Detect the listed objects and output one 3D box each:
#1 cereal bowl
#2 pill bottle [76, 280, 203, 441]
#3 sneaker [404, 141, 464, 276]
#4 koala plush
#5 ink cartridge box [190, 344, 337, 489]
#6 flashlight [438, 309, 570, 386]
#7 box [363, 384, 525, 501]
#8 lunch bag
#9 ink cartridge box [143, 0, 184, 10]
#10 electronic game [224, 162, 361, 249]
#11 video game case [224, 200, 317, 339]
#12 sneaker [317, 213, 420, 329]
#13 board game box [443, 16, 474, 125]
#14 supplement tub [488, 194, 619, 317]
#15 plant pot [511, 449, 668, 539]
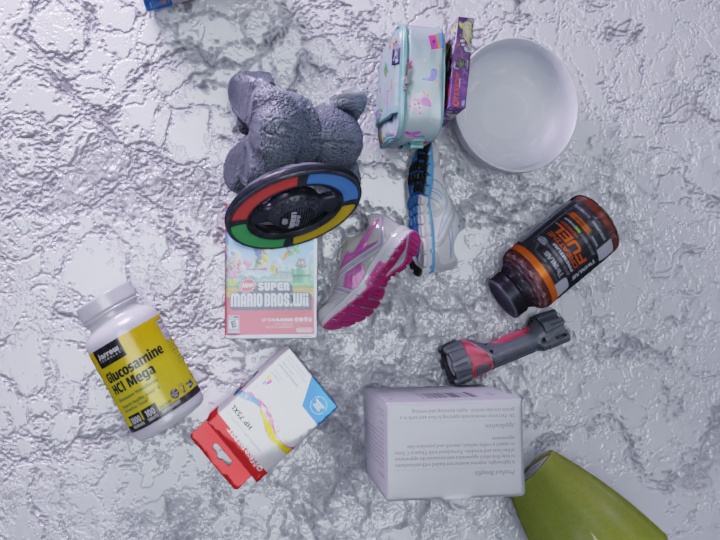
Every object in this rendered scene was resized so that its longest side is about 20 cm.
[{"bbox_3d":[0.227,-0.245,1.249,0.194,0.083,0.206,0,89,-8],"label":"cereal bowl"},{"bbox_3d":[-0.313,0.124,1.147,0.111,0.112,0.203,-29,94,-8],"label":"pill bottle"},{"bbox_3d":[0.117,-0.095,1.246,0.084,0.075,0.206,-1,93,-22],"label":"sneaker"},{"bbox_3d":[-0.078,-0.188,1.169,0.195,0.183,0.183,1,99,-27],"label":"koala plush"},{"bbox_3d":[-0.143,0.220,1.196,0.199,0.067,0.117,-42,95,-6],"label":"ink cartridge box"},{"bbox_3d":[0.219,0.114,1.259,0.196,0.068,0.069,-21,89,-13],"label":"flashlight"},{"bbox_3d":[0.112,0.240,1.170,0.193,0.200,0.135,0,88,-9],"label":"box"},{"bbox_3d":[0.068,-0.252,1.166,0.075,0.200,0.165,5,91,-7],"label":"lunch bag"},{"bbox_3d":[-0.223,-0.443,1.156,0.195,0.116,0.069,-19,92,-9],"label":"ink cartridge box"},{"bbox_3d":[-0.092,-0.086,1.128,0.195,0.201,0.042,-15,68,-9],"label":"electronic game"},{"bbox_3d":[-0.133,-0.001,1.224,0.139,0.017,0.206,0,89,-8],"label":"video game case"},{"bbox_3d":[0.000,0.000,1.220,0.201,0.081,0.088,-49,62,6],"label":"sneaker"},{"bbox_3d":[0.121,-0.273,1.174,0.031,0.200,0.124,2,89,-7],"label":"board game box"},{"bbox_3d":[0.290,-0.016,1.246,0.199,0.107,0.108,-39,95,-7],"label":"supplement tub"},{"bbox_3d":[0.321,0.380,1.228,0.186,0.187,0.201,-41,80,-7],"label":"plant pot"}]
